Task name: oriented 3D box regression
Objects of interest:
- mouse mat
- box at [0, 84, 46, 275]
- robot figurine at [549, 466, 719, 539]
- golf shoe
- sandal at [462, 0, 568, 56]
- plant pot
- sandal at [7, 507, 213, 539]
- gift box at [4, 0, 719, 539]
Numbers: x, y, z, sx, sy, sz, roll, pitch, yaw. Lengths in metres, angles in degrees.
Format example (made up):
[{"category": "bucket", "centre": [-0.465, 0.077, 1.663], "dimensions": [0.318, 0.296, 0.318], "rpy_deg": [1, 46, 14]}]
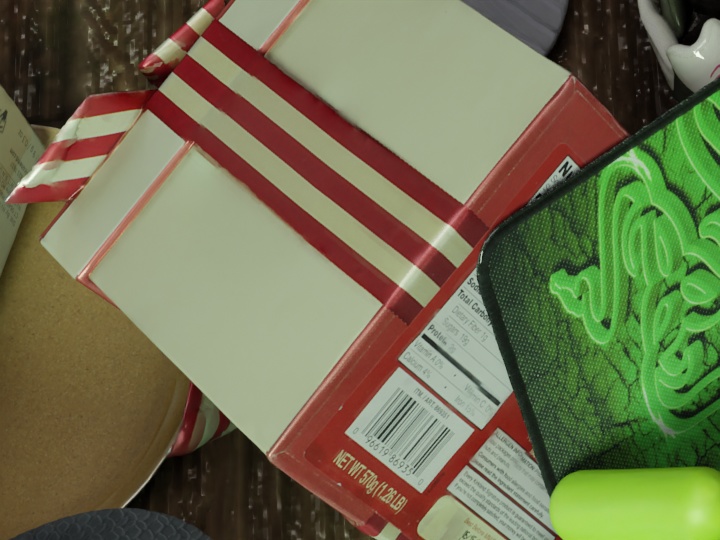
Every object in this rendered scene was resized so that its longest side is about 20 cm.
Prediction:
[{"category": "mouse mat", "centre": [0.125, 0.024, 0.879], "dimensions": [0.160, 0.201, 0.008], "rpy_deg": [-33, 39, -15]}, {"category": "box", "centre": [-0.207, 0.016, 1.006], "dimensions": [0.094, 0.078, 0.201], "rpy_deg": [10, 69, 17]}, {"category": "robot figurine", "centre": [0.115, 0.150, 0.843], "dimensions": [0.199, 0.116, 0.177], "rpy_deg": [-23, 103, -2]}, {"category": "golf shoe", "centre": [0.145, -0.103, 0.962], "dimensions": [0.077, 0.088, 0.201], "rpy_deg": [-35, 28, 19]}, {"category": "sandal", "centre": [0.054, -0.185, 1.044], "dimensions": [0.078, 0.059, 0.208], "rpy_deg": [3, 105, -10]}, {"category": "plant pot", "centre": [-0.155, 0.036, 1.044], "dimensions": [0.198, 0.028, 0.202], "rpy_deg": [-5, 65, 11]}, {"category": "sandal", "centre": [-0.139, 0.143, 0.959], "dimensions": [0.199, 0.043, 0.076], "rpy_deg": [-17, 40, 4]}, {"category": "gift box", "centre": [0.000, 0.000, 0.909], "dimensions": [0.200, 0.185, 0.187], "rpy_deg": [-46, 43, -2]}]
